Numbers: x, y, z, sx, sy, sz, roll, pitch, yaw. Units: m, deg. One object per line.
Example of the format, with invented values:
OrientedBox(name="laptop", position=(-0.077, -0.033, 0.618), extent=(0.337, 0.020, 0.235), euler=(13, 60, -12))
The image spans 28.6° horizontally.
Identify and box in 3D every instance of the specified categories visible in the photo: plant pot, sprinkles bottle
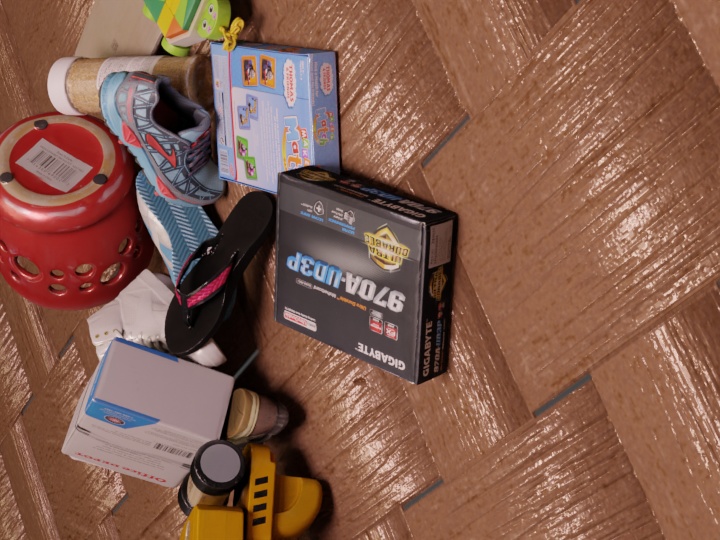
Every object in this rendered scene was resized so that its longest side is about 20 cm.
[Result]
OrientedBox(name="plant pot", position=(-0.353, -0.081, 1.706), extent=(0.201, 0.200, 0.183), euler=(57, 158, 30))
OrientedBox(name="sprinkles bottle", position=(-0.259, -0.211, 1.605), extent=(0.200, 0.068, 0.068), euler=(3, 104, 28))

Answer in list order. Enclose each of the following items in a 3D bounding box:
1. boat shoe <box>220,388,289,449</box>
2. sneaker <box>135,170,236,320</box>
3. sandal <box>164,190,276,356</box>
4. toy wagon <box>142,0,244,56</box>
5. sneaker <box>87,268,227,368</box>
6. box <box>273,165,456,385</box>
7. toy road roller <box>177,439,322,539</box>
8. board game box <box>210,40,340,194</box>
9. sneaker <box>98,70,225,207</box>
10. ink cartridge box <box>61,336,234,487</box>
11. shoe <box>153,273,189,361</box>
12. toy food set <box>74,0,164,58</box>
OrientedBox(name="boat shoe", position=(-0.131, 0.173, 1.598), extent=(0.200, 0.065, 0.073), euler=(163, 123, -73))
OrientedBox(name="sneaker", position=(-0.199, -0.028, 1.651), extent=(0.081, 0.076, 0.200), euler=(110, 137, -74))
OrientedBox(name="sandal", position=(-0.162, -0.001, 1.527), extent=(0.075, 0.045, 0.200), euler=(34, 96, 36))
OrientedBox(name="toy wagon", position=(-0.180, -0.308, 1.515), extent=(0.155, 0.040, 0.200), euler=(-61, 41, 31))
OrientedBox(name="sneaker", position=(-0.239, 0.084, 1.611), extent=(0.200, 0.116, 0.074), euler=(35, 159, 50))
OrientedBox(name="box", position=(0.000, 0.000, 1.337), extent=(0.200, 0.046, 0.159), euler=(22, 118, 41))
OrientedBox(name="toy road roller", position=(-0.120, 0.283, 1.510), extent=(0.123, 0.146, 0.200), euler=(120, 156, -59))
OrientedBox(name="board game box", position=(-0.090, -0.157, 1.466), extent=(0.200, 0.037, 0.151), euler=(20, 116, 54))
OrientedBox(name="sneaker", position=(-0.198, -0.139, 1.540), extent=(0.095, 0.200, 0.079), euler=(-4, 53, 33))
OrientedBox(name="ink cartridge box", position=(-0.244, 0.166, 1.600), extent=(0.200, 0.146, 0.084), euler=(134, 153, -59))
OrientedBox(name="shoe", position=(-0.235, 0.089, 1.729), extent=(0.200, 0.071, 0.091), euler=(-128, 28, -50))
OrientedBox(name="toy food set", position=(-0.270, -0.271, 1.700), extent=(0.144, 0.060, 0.200), euler=(57, 133, 30))
